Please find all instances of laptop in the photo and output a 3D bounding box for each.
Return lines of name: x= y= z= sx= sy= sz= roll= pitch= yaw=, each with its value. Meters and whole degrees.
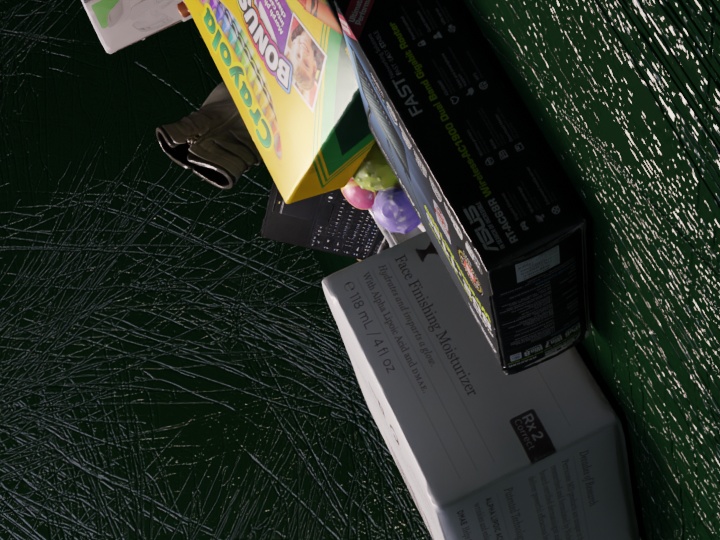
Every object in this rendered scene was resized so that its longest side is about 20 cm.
laptop: x=0.000 y=0.000 z=1.625 sx=0.177 sy=0.198 sz=0.104 roll=114 pitch=168 yaw=-69

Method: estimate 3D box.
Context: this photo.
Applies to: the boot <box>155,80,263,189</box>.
boot: x=-0.087 y=-0.115 z=1.624 sx=0.199 sy=0.131 sz=0.068 roll=24 pitch=143 yaw=30

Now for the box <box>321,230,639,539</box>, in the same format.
box: x=0.084 y=0.101 z=1.174 sx=0.201 sy=0.130 sz=0.200 roll=71 pitch=173 yaw=-54

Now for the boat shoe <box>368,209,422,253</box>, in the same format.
boat shoe: x=0.044 y=-0.014 z=1.444 sx=0.072 sy=0.068 sz=0.200 roll=63 pitch=175 yaw=25

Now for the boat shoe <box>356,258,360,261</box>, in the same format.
boat shoe: x=0.005 y=-0.052 z=1.763 sx=0.072 sy=0.065 sz=0.200 roll=56 pitch=-169 yaw=32

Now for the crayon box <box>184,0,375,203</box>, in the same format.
crayon box: x=-0.048 y=-0.177 z=1.213 sx=0.201 sy=0.058 sz=0.173 roll=63 pitch=149 yaw=16

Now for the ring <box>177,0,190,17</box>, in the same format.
ring: x=-0.148 y=-0.265 z=1.443 sx=0.201 sy=0.019 sz=0.201 roll=57 pitch=-166 yaw=-23

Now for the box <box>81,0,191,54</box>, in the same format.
box: x=-0.195 y=-0.335 z=1.659 sx=0.097 sy=0.199 sz=0.177 roll=73 pitch=172 yaw=-64

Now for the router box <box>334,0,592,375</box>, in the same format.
router box: x=0.060 y=-0.058 z=0.989 sx=0.201 sy=0.062 sz=0.150 roll=63 pitch=177 yaw=26

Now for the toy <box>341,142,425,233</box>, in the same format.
toy: x=0.006 y=-0.078 z=1.291 sx=0.200 sy=0.047 sz=0.115 roll=51 pitch=164 yaw=17
